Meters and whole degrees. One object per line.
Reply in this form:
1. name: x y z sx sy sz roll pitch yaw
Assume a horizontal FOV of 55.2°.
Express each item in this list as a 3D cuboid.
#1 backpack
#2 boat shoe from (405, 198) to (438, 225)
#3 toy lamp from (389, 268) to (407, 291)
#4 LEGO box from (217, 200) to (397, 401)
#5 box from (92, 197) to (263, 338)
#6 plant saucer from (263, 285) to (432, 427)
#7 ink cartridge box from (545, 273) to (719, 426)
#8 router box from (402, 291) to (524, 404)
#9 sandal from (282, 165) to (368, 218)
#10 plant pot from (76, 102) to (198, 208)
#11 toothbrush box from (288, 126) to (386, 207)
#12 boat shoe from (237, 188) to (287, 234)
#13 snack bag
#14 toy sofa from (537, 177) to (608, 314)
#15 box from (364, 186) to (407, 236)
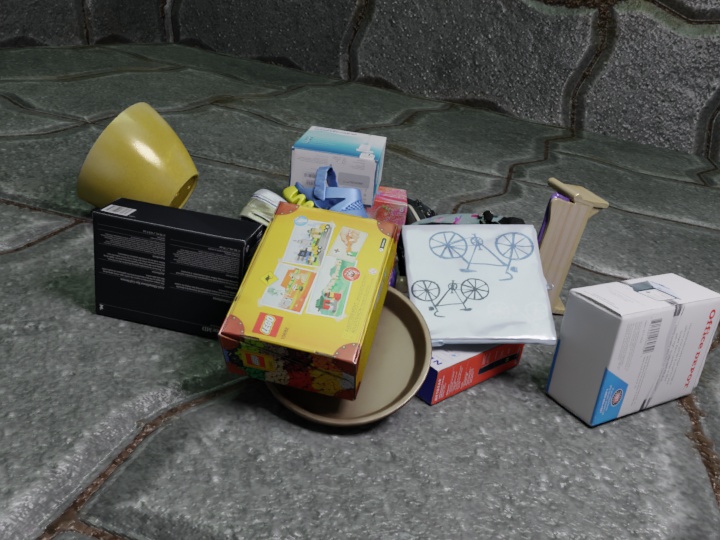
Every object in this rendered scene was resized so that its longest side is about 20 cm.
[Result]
1. backpack: 0.154 -0.014 1.057 0.199 0.168 0.126 10 10 39
2. boat shoe: 0.116 -0.094 1.305 0.066 0.075 0.199 -8 17 -8
3. toy lamp: 0.124 0.027 0.924 0.198 0.059 0.058 11 23 4
4. LEGO box: -0.051 0.028 0.777 0.148 0.077 0.201 12 52 9
5. box: -0.235 -0.002 0.889 0.198 0.142 0.079 11 21 6
6. plant saucer: -0.017 0.092 0.793 0.198 0.030 0.201 0 52 0
7. ink cartridge box: 0.342 0.093 0.859 0.199 0.148 0.086 -7 25 -33
8. router box: 0.086 0.084 0.916 0.179 0.049 0.199 -14 32 -42
9. sandal: -0.026 -0.091 1.052 0.200 0.087 0.079 38 2 15
10. plant pot: -0.369 -0.166 1.198 0.142 0.200 0.200 35 24 -3
11. toothbrush box: -0.036 -0.186 1.206 0.145 0.086 0.200 9 23 2
12. boat shoe: -0.089 -0.042 1.009 0.199 0.072 0.062 32 58 8
13. snack bag: 0.151 0.017 0.885 0.187 0.021 0.201 0 51 -2
14. toy sofa: 0.294 -0.037 1.075 0.097 0.201 0.083 7 23 -17
15. box: -0.018 -0.103 1.251 0.198 0.095 0.103 8 22 0
